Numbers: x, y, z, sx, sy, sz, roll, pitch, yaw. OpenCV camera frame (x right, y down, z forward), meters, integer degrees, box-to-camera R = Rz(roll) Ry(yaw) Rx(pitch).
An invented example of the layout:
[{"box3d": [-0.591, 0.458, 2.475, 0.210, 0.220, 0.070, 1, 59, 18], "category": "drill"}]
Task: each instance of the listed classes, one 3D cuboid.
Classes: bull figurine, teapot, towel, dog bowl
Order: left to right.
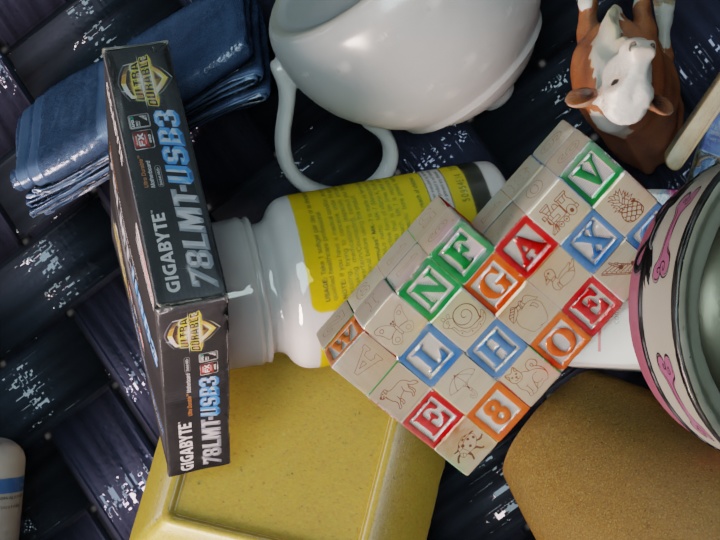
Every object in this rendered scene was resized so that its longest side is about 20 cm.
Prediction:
[{"box3d": [-0.150, -0.119, 1.221, 0.199, 0.112, 0.049, -29, 126, 17], "category": "towel"}, {"box3d": [0.044, -0.158, 1.161, 0.199, 0.198, 0.146, -16, 127, 44], "category": "teapot"}, {"box3d": [0.167, -0.128, 1.110, 0.065, 0.200, 0.122, -1, 76, 13], "category": "bull figurine"}, {"box3d": [0.242, 0.021, 1.028, 0.199, 0.074, 0.201, 0, 90, -27], "category": "dog bowl"}]

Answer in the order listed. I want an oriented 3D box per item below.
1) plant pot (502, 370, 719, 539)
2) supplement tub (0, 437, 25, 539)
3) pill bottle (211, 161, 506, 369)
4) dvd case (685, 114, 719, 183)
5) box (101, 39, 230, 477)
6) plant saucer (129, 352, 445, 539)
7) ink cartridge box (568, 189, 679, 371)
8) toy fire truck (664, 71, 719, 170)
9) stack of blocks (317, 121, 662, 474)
[{"box3d": [0.191, 0.162, 1.112, 0.200, 0.186, 0.187, 41, 96, 26], "category": "plant pot"}, {"box3d": [-0.303, 0.214, 1.223, 0.131, 0.132, 0.201, 4, 87, 12], "category": "supplement tub"}, {"box3d": [0.000, 0.000, 1.151, 0.199, 0.114, 0.115, -10, 85, -8], "category": "pill bottle"}, {"box3d": [0.275, -0.012, 1.169, 0.142, 0.018, 0.201, 18, 90, 12], "category": "dvd case"}, {"box3d": [-0.122, -0.005, 1.115, 0.049, 0.199, 0.201, -11, 58, -10], "category": "box"}, {"box3d": [-0.046, 0.121, 1.186, 0.199, 0.048, 0.201, 11, 73, 12], "category": "plant saucer"}, {"box3d": [0.193, 0.007, 1.141, 0.199, 0.067, 0.118, 1, 88, 12], "category": "ink cartridge box"}, {"box3d": [0.279, -0.133, 1.089, 0.199, 0.176, 0.129, -9, 81, 11], "category": "toy fire truck"}, {"box3d": [0.084, 0.008, 1.070, 0.115, 0.059, 0.200, 40, 96, -19], "category": "stack of blocks"}]
